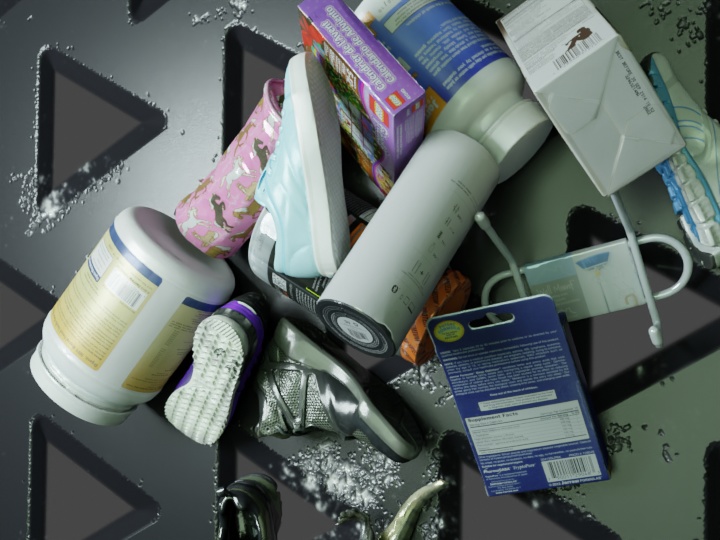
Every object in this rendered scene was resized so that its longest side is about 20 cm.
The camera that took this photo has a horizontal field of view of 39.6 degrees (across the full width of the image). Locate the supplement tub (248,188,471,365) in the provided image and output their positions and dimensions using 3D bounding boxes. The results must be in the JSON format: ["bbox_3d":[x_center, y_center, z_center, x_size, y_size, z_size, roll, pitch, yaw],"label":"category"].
[{"bbox_3d":[0.000,0.000,0.973,0.199,0.122,0.123,33,100,20],"label":"supplement tub"}]

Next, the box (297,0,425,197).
[{"bbox_3d":[0.003,-0.157,0.938,0.039,0.200,0.137,-37,74,-10],"label":"box"}]

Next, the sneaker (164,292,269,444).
[{"bbox_3d":[-0.139,0.099,1.052,0.069,0.100,0.201,33,131,4],"label":"sneaker"}]

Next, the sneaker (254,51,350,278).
[{"bbox_3d":[-0.061,-0.090,0.891,0.081,0.074,0.202,-5,91,16],"label":"sneaker"}]

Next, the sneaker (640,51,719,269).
[{"bbox_3d":[0.309,-0.107,0.893,0.086,0.075,0.201,-20,80,0],"label":"sneaker"}]

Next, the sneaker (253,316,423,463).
[{"bbox_3d":[-0.031,0.147,1.008,0.199,0.076,0.115,36,103,22],"label":"sneaker"}]

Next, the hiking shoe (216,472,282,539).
[{"bbox_3d":[-0.111,0.313,1.018,0.075,0.101,0.201,-19,81,20],"label":"hiking shoe"}]

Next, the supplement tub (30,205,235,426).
[{"bbox_3d":[-0.242,0.049,1.055,0.144,0.144,0.200,42,103,17],"label":"supplement tub"}]

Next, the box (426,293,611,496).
[{"bbox_3d":[0.146,0.112,0.914,0.120,0.032,0.201,-12,114,21],"label":"box"}]

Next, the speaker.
[{"bbox_3d":[0.045,-0.027,0.870,0.081,0.081,0.201,23,64,20],"label":"speaker"}]

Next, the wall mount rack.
[{"bbox_3d":[0.192,0.000,0.901,0.199,0.075,0.175,-16,109,20],"label":"wall mount rack"}]

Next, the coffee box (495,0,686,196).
[{"bbox_3d":[0.189,-0.163,0.850,0.080,0.200,0.113,-33,114,15],"label":"coffee box"}]

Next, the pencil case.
[{"bbox_3d":[-0.110,-0.101,1.012,0.087,0.083,0.200,51,125,9],"label":"pencil case"}]

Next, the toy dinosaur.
[{"bbox_3d":[0.010,0.283,1.002,0.088,0.047,0.201,23,96,6],"label":"toy dinosaur"}]

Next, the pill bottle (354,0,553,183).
[{"bbox_3d":[0.084,-0.179,0.951,0.112,0.112,0.200,-47,73,14],"label":"pill bottle"}]
